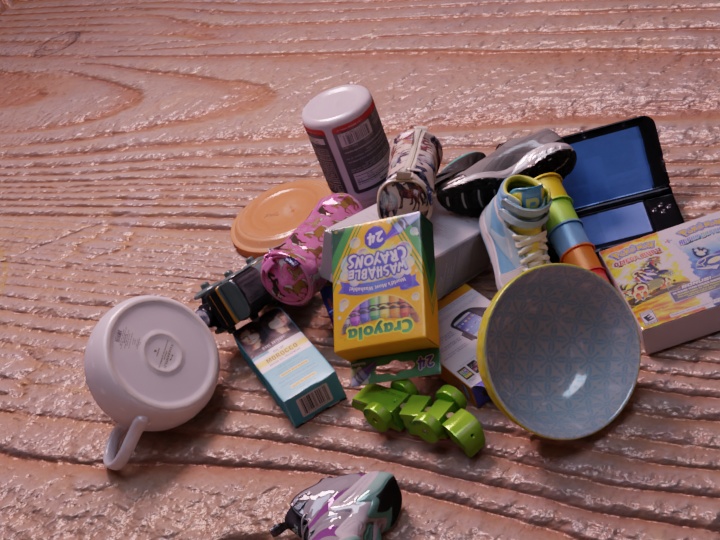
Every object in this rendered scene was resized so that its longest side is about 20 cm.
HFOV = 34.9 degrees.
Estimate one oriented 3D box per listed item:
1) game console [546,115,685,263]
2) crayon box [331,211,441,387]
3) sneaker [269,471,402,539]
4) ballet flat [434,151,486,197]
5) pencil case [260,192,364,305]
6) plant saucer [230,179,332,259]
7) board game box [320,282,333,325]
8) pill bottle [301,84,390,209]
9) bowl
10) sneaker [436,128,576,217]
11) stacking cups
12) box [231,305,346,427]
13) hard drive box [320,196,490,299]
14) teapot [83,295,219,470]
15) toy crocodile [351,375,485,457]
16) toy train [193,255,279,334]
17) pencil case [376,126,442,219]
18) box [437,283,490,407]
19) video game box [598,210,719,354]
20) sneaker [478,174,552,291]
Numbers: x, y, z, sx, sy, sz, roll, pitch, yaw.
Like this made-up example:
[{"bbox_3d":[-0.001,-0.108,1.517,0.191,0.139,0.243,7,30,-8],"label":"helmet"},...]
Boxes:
[{"bbox_3d":[0.331,-0.108,1.588,0.199,0.119,0.173,-15,28,11],"label":"game console"},{"bbox_3d":[0.031,0.036,1.435,0.125,0.052,0.201,-11,68,22],"label":"crayon box"},{"bbox_3d":[-0.048,0.303,1.277,0.139,0.078,0.200,-3,28,28],"label":"sneaker"},{"bbox_3d":[0.128,-0.117,1.767,0.199,0.068,0.068,-28,49,-19],"label":"ballet flat"},{"bbox_3d":[-0.063,-0.034,1.638,0.082,0.087,0.200,10,35,25],"label":"pencil case"},{"bbox_3d":[-0.124,-0.092,1.902,0.199,0.032,0.201,-15,34,11],"label":"plant saucer"},{"bbox_3d":[0.000,0.000,1.691,0.134,0.045,0.200,-22,34,-1],"label":"board game box"},{"bbox_3d":[-0.009,-0.181,1.809,0.115,0.201,0.116,-15,35,10],"label":"pill bottle"},{"bbox_3d":[0.215,0.095,1.343,0.200,0.201,0.108,-33,6,-16],"label":"bowl"},{"bbox_3d":[0.198,-0.138,1.602,0.199,0.074,0.079,-22,47,-3],"label":"sneaker"},{"bbox_3d":[0.284,-0.037,1.524,0.060,0.061,0.201,-23,60,-2],"label":"stacking cups"},{"bbox_3d":[-0.100,0.127,1.566,0.082,0.049,0.200,-30,35,-12],"label":"box"},{"bbox_3d":[0.067,-0.030,1.584,0.156,0.077,0.200,26,35,31],"label":"hard drive box"},{"bbox_3d":[-0.298,0.143,1.573,0.200,0.198,0.146,-25,-10,-41],"label":"teapot"},{"bbox_3d":[0.069,0.177,1.401,0.199,0.062,0.068,8,42,43],"label":"toy crocodile"},{"bbox_3d":[-0.153,0.024,1.660,0.114,0.085,0.200,-27,4,41],"label":"toy train"},{"bbox_3d":[0.071,-0.132,1.597,0.077,0.090,0.200,17,29,-1],"label":"pencil case"},{"bbox_3d":[0.150,0.098,1.477,0.119,0.042,0.200,-32,37,-15],"label":"box"},{"bbox_3d":[0.424,0.007,1.446,0.199,0.047,0.182,-19,31,4],"label":"video game box"},{"bbox_3d":[0.219,-0.036,1.493,0.079,0.131,0.201,-12,59,-20],"label":"sneaker"}]
